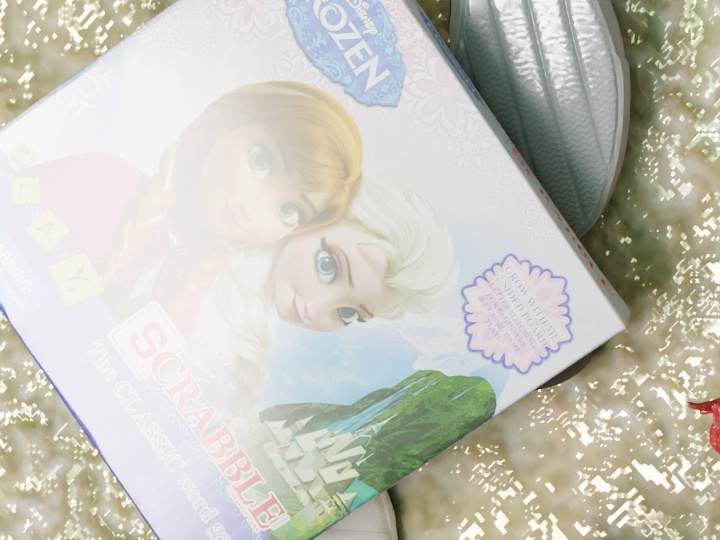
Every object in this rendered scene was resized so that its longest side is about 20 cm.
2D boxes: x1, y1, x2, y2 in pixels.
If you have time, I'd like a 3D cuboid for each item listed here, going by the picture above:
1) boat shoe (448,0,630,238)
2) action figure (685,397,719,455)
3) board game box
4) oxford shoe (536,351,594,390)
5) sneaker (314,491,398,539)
[{"bbox_3d":[0.068,-0.112,1.121,0.072,0.062,0.201,-3,107,16],"label":"boat shoe"},{"bbox_3d":[0.196,0.079,1.035,0.199,0.099,0.066,11,107,42],"label":"action figure"},{"bbox_3d":[-0.033,-0.007,1.103,0.199,0.041,0.200,-35,92,10],"label":"board game box"},{"bbox_3d":[0.000,0.000,1.156,0.199,0.071,0.072,14,97,6],"label":"oxford shoe"},{"bbox_3d":[-0.024,0.146,1.157,0.070,0.080,0.202,-12,84,25],"label":"sneaker"}]
